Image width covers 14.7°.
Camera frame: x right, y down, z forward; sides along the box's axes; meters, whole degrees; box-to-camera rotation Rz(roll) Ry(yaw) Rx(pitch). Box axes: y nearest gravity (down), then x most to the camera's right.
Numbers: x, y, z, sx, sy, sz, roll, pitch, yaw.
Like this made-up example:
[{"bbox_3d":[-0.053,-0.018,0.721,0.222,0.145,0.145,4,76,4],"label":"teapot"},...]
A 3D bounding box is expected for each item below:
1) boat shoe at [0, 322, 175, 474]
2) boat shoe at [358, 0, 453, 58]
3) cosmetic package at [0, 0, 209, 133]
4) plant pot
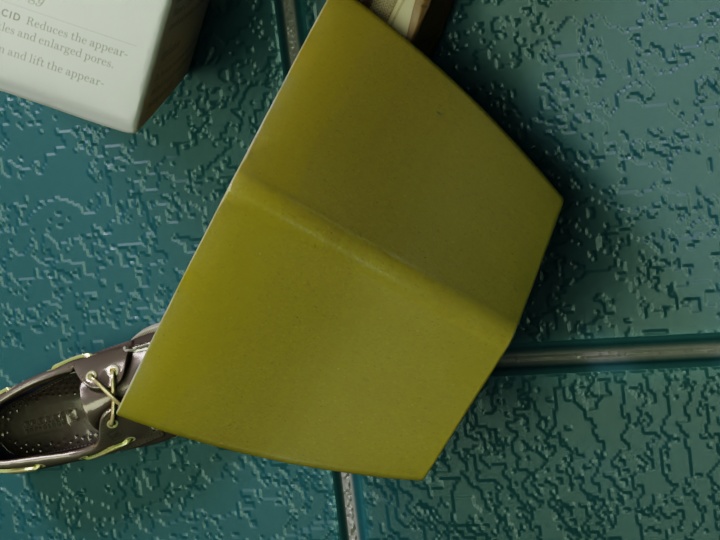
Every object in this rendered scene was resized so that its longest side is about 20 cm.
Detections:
[{"bbox_3d":[-0.162,0.083,1.758,0.199,0.059,0.072,-18,92,25],"label":"boat shoe"},{"bbox_3d":[0.028,-0.197,1.619,0.072,0.072,0.201,28,116,15],"label":"boat shoe"},{"bbox_3d":[-0.164,-0.212,1.627,0.164,0.165,0.201,18,107,2],"label":"cosmetic package"},{"bbox_3d":[0.000,0.000,1.585,0.176,0.200,0.200,28,132,-2],"label":"plant pot"}]
